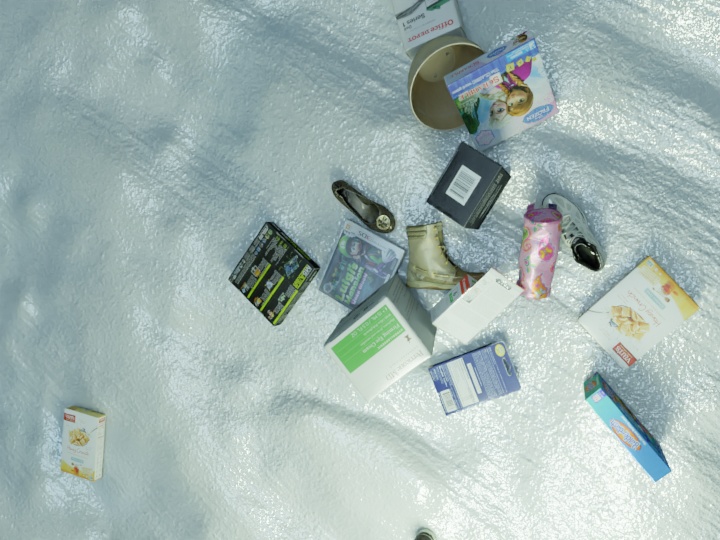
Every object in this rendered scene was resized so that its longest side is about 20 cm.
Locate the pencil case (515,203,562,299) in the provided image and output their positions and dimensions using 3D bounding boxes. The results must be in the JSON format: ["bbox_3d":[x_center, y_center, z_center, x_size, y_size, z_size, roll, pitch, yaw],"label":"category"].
[{"bbox_3d":[0.384,-0.038,1.256,0.085,0.088,0.205,9,122,20],"label":"pencil case"}]

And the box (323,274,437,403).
[{"bbox_3d":[0.052,0.154,1.354,0.198,0.200,0.172,-39,94,17],"label":"box"}]

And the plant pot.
[{"bbox_3d":[0.189,-0.442,1.310,0.198,0.200,0.136,-35,42,18],"label":"plant pot"}]

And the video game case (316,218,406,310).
[{"bbox_3d":[0.000,0.000,1.473,0.179,0.023,0.204,28,102,18],"label":"video game case"}]

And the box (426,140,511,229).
[{"bbox_3d":[0.243,-0.181,1.278,0.103,0.199,0.150,35,102,15],"label":"box"}]

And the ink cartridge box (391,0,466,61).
[{"bbox_3d":[0.152,-0.618,1.352,0.143,0.084,0.206,-17,85,20],"label":"ink cartridge box"}]

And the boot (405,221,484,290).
[{"bbox_3d":[0.199,-0.037,1.369,0.195,0.072,0.161,1,96,26],"label":"boot"}]

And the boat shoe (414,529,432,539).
[{"bbox_3d":[0.179,0.748,1.420,0.070,0.060,0.206,-23,84,20],"label":"boat shoe"}]

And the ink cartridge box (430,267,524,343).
[{"bbox_3d":[0.261,0.069,1.313,0.107,0.051,0.201,29,122,-21],"label":"ink cartridge box"}]

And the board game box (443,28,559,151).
[{"bbox_3d":[0.308,-0.380,1.256,0.196,0.200,0.042,-24,44,20],"label":"board game box"}]

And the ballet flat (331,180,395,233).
[{"bbox_3d":[0.003,-0.161,1.451,0.199,0.046,0.068,40,106,14],"label":"ballet flat"}]

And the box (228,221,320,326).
[{"bbox_3d":[-0.233,0.008,1.550,0.192,0.047,0.202,40,104,12],"label":"box"}]

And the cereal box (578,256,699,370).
[{"bbox_3d":[0.587,0.092,1.237,0.144,0.039,0.200,47,107,13],"label":"cereal box"}]

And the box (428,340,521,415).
[{"bbox_3d":[0.272,0.254,1.376,0.196,0.032,0.124,-24,84,22],"label":"box"}]

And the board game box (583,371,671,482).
[{"bbox_3d":[0.550,0.320,1.211,0.045,0.151,0.201,-42,78,17],"label":"board game box"}]

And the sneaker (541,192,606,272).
[{"bbox_3d":[0.461,-0.085,1.244,0.075,0.115,0.203,-37,80,18],"label":"sneaker"}]

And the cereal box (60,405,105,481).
[{"bbox_3d":[-0.872,0.541,1.820,0.140,0.039,0.207,7,95,20],"label":"cereal box"}]
